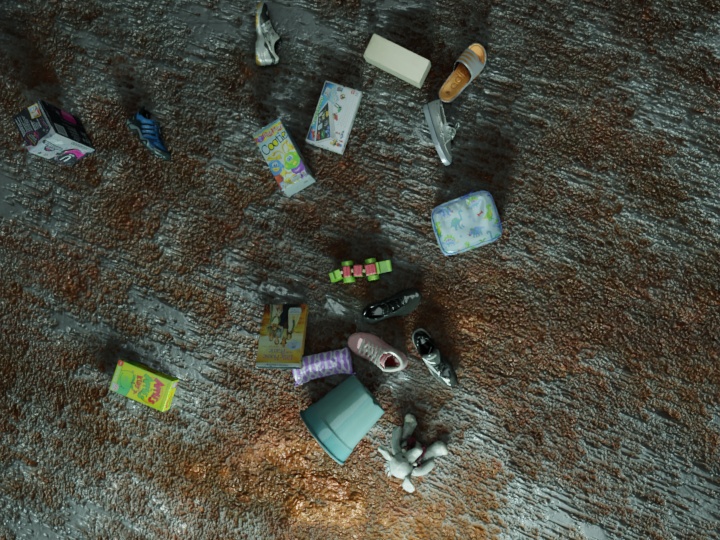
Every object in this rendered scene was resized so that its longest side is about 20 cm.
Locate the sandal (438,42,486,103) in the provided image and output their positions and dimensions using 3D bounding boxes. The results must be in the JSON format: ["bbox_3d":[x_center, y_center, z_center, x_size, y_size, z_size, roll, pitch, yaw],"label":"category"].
[{"bbox_3d":[0.317,-0.609,1.719,0.079,0.059,0.208,36,92,7],"label":"sandal"}]

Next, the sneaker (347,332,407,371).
[{"bbox_3d":[0.048,0.246,1.692,0.197,0.105,0.076,23,92,9],"label":"sneaker"}]

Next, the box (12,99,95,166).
[{"bbox_3d":[-0.986,-0.437,1.809,0.114,0.200,0.134,-30,84,6],"label":"box"}]

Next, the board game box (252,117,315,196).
[{"bbox_3d":[-0.238,-0.352,1.757,0.102,0.105,0.202,-28,84,5],"label":"board game box"}]

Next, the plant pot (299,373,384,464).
[{"bbox_3d":[-0.044,0.429,1.660,0.196,0.200,0.201,-41,83,-5],"label":"plant pot"}]

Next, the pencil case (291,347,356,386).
[{"bbox_3d":[-0.118,0.295,1.719,0.196,0.084,0.087,-14,75,6],"label":"pencil case"}]

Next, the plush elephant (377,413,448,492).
[{"bbox_3d":[0.138,0.546,1.638,0.200,0.155,0.165,-44,83,3],"label":"plush elephant"}]

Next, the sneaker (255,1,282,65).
[{"bbox_3d":[-0.297,-0.761,1.810,0.086,0.076,0.204,-1,90,-8],"label":"sneaker"}]

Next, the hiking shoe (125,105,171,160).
[{"bbox_3d":[-0.683,-0.449,1.833,0.087,0.074,0.200,-45,83,4],"label":"hiking shoe"}]

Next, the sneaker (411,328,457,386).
[{"bbox_3d":[0.220,0.266,1.675,0.066,0.090,0.201,-35,84,5],"label":"sneaker"}]

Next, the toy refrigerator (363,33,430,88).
[{"bbox_3d":[0.116,-0.652,1.745,0.198,0.070,0.077,29,98,8],"label":"toy refrigerator"}]

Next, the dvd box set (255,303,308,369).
[{"bbox_3d":[-0.241,0.202,1.726,0.144,0.029,0.203,-1,65,12],"label":"dvd box set"}]

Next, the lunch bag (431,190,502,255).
[{"bbox_3d":[0.318,-0.145,1.686,0.197,0.082,0.163,-20,86,6],"label":"lunch bag"}]

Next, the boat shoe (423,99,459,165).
[{"bbox_3d":[0.261,-0.428,1.709,0.085,0.074,0.205,-20,78,23],"label":"boat shoe"}]

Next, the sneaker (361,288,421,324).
[{"bbox_3d":[0.095,0.112,1.699,0.197,0.091,0.077,-25,82,4],"label":"sneaker"}]

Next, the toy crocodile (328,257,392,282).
[{"bbox_3d":[0.000,0.000,1.730,0.196,0.062,0.069,-6,87,6],"label":"toy crocodile"}]

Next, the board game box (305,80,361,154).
[{"bbox_3d":[-0.084,-0.485,1.778,0.124,0.035,0.203,19,90,7],"label":"board game box"}]

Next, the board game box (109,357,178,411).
[{"bbox_3d":[-0.700,0.368,1.810,0.197,0.048,0.103,20,90,8],"label":"board game box"}]
